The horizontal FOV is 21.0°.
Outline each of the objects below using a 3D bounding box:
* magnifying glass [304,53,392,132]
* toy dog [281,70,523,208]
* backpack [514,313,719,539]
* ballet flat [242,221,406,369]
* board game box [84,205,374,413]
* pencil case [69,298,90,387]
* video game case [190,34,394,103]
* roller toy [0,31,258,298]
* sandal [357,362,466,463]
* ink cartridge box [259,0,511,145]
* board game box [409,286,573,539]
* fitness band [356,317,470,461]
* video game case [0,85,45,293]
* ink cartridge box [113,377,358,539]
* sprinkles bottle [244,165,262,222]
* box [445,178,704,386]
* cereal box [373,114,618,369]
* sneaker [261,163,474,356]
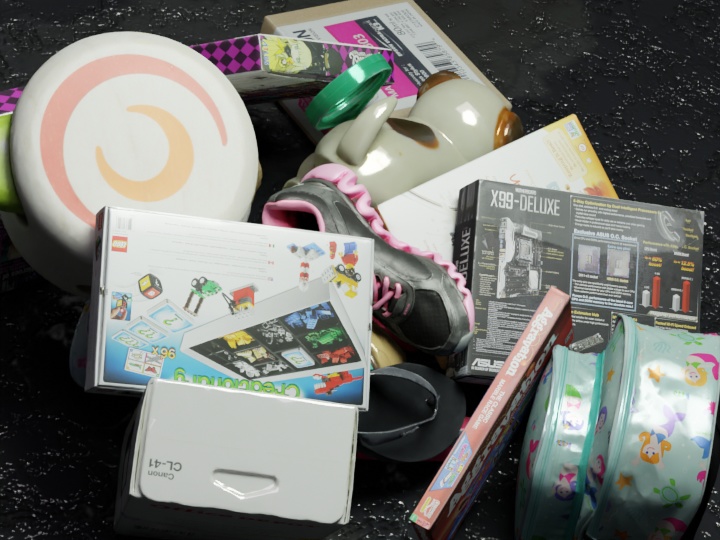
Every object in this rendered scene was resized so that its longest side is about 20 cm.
[{"bbox_3d":[-0.012,-0.136,1.638,0.080,0.200,0.022,-37,86,-8],"label":"magnifying glass"},{"bbox_3d":[0.042,-0.095,1.673,0.200,0.194,0.139,-32,45,-33],"label":"toy dog"},{"bbox_3d":[0.195,0.131,1.421,0.150,0.200,0.178,16,53,-1],"label":"backpack"},{"bbox_3d":[-0.045,0.026,1.543,0.200,0.069,0.063,45,37,13],"label":"ballet flat"},{"bbox_3d":[-0.089,0.030,1.353,0.200,0.035,0.126,7,78,-22],"label":"board game box"},{"bbox_3d":[-0.121,0.072,1.485,0.200,0.091,0.083,15,42,12],"label":"pencil case"},{"bbox_3d":[-0.103,-0.171,1.692,0.200,0.036,0.181,-4,-2,39],"label":"video game case"},{"bbox_3d":[-0.174,-0.071,1.438,0.200,0.140,0.182,40,70,-5],"label":"roller toy"},{"bbox_3d":[0.010,0.101,1.439,0.200,0.043,0.076,10,74,-43],"label":"sandal"},{"bbox_3d":[0.019,-0.172,1.836,0.165,0.075,0.200,-15,49,-31],"label":"ink cartridge box"},{"bbox_3d":[0.100,0.113,1.433,0.019,0.103,0.200,29,77,17],"label":"board game box"},{"bbox_3d":[0.034,0.093,1.568,0.200,0.037,0.144,3,39,-14],"label":"fitness band"},{"bbox_3d":[-0.329,-0.045,1.507,0.200,0.181,0.036,-18,46,-32],"label":"video game case"},{"bbox_3d":[-0.090,0.140,1.344,0.147,0.200,0.086,8,74,-9],"label":"ink cartridge box"},{"bbox_3d":[-0.133,-0.029,1.631,0.068,0.068,0.200,14,40,0],"label":"sprinkles bottle"},{"bbox_3d":[0.172,0.020,1.544,0.200,0.050,0.158,7,79,-16],"label":"box"},{"bbox_3d":[0.122,-0.025,1.586,0.200,0.040,0.144,-26,87,-22],"label":"cereal box"},{"bbox_3d":[0.000,0.000,1.502,0.200,0.079,0.095,42,32,23],"label":"sneaker"}]
